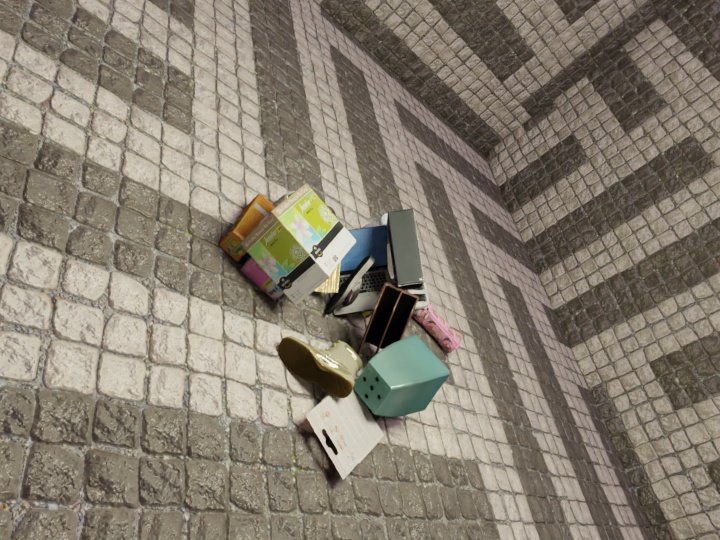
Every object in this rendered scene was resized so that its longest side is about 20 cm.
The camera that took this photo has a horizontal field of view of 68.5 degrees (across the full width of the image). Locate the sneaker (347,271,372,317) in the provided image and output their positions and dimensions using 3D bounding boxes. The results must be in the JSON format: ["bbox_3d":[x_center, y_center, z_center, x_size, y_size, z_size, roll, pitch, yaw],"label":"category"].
[{"bbox_3d":[-0.013,0.044,1.563,0.089,0.078,0.203,-7,72,-18],"label":"sneaker"}]

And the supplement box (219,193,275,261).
[{"bbox_3d":[-0.278,-0.111,1.323,0.069,0.066,0.201,42,31,-20],"label":"supplement box"}]

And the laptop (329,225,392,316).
[{"bbox_3d":[0.000,0.000,1.474,0.184,0.117,0.203,-8,58,-10],"label":"laptop"}]

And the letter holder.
[{"bbox_3d":[0.063,0.162,1.387,0.099,0.202,0.142,23,31,6],"label":"letter holder"}]

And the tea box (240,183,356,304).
[{"bbox_3d":[-0.143,-0.068,1.269,0.197,0.133,0.201,47,32,-9],"label":"tea box"}]

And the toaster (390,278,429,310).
[{"bbox_3d":[0.125,0.081,1.634,0.199,0.128,0.116,6,72,-53],"label":"toaster"}]

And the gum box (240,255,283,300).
[{"bbox_3d":[-0.210,-0.034,1.342,0.113,0.066,0.201,44,32,-17],"label":"gum box"}]

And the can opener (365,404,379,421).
[{"bbox_3d":[0.059,0.342,1.384,0.199,0.052,0.068,-4,97,-55],"label":"can opener"}]

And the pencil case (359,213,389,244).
[{"bbox_3d":[0.023,-0.100,1.619,0.083,0.198,0.092,44,36,-30],"label":"pencil case"}]

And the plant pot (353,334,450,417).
[{"bbox_3d":[0.089,0.269,1.307,0.198,0.143,0.141,-2,40,-48],"label":"plant pot"}]

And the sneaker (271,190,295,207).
[{"bbox_3d":[-0.186,-0.185,1.496,0.076,0.092,0.200,51,21,-3],"label":"sneaker"}]

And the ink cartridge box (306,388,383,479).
[{"bbox_3d":[-0.043,0.361,1.208,0.162,0.050,0.199,58,32,5],"label":"ink cartridge box"}]

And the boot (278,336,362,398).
[{"bbox_3d":[-0.091,0.206,1.264,0.198,0.073,0.155,33,19,2],"label":"boot"}]

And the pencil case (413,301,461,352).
[{"bbox_3d":[0.259,0.187,1.790,0.200,0.082,0.087,47,29,-15],"label":"pencil case"}]

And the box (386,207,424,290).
[{"bbox_3d":[0.122,-0.053,1.461,0.141,0.077,0.204,95,-13,-82],"label":"box"}]

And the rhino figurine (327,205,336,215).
[{"bbox_3d":[-0.094,-0.116,1.604,0.087,0.059,0.203,18,48,-49],"label":"rhino figurine"}]

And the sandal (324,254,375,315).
[{"bbox_3d":[-0.020,0.047,1.425,0.048,0.201,0.075,42,-11,-13],"label":"sandal"}]

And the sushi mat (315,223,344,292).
[{"bbox_3d":[-0.099,-0.038,1.437,0.094,0.012,0.204,7,73,-6],"label":"sushi mat"}]
